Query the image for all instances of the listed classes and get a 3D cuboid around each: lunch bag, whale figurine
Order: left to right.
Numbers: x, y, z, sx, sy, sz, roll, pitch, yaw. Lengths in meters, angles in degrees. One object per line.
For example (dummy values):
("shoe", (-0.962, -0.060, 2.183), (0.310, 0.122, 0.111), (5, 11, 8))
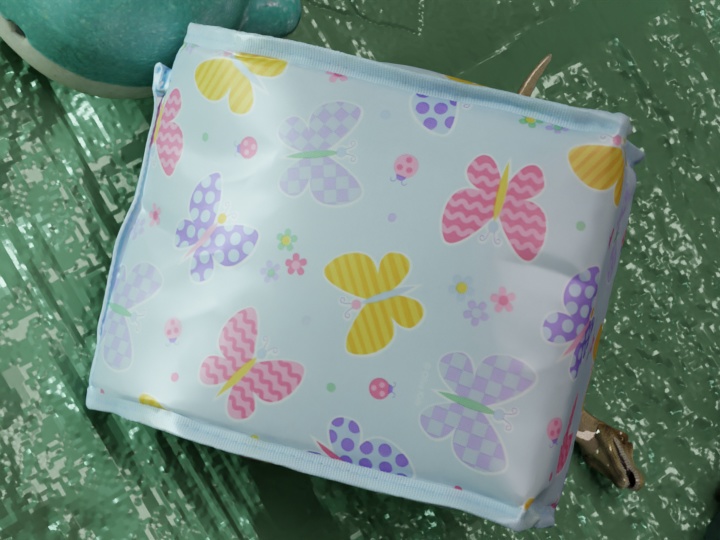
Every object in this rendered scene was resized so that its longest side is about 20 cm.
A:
("whale figurine", (-0.078, -0.168, 0.992), (0.159, 0.104, 0.200), (46, 62, -2))
("lunch bag", (0.000, 0.000, 0.930), (0.199, 0.127, 0.171), (13, 87, 10))

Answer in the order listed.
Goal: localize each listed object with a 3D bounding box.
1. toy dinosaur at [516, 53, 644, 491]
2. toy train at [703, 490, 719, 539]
("toy dinosaur", (0.066, 0.010, 1.032), (0.101, 0.058, 0.201), (-10, 83, -42))
("toy train", (0.250, 0.135, 1.048), (0.200, 0.085, 0.114), (40, 73, -8))
